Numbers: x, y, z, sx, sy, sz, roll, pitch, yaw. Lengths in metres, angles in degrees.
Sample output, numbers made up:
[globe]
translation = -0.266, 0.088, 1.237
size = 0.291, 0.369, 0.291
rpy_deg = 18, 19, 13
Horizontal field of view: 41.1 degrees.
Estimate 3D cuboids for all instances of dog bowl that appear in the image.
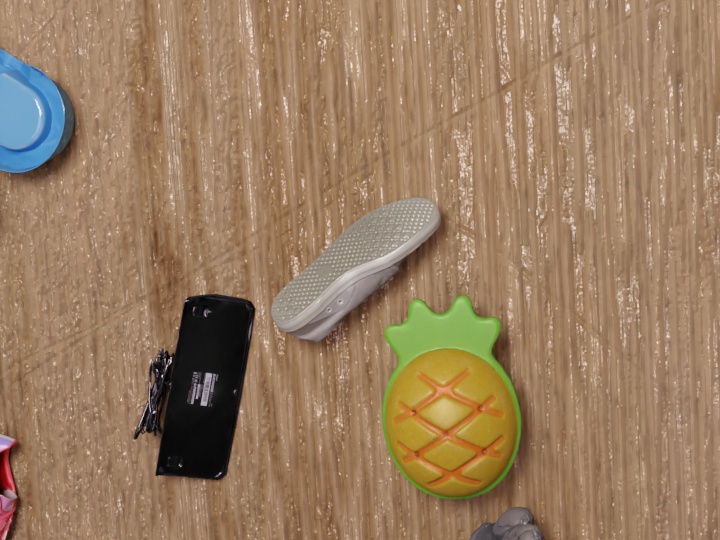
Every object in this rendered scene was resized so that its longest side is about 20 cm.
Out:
[dog bowl]
translation = -0.389, -0.183, 1.006
size = 0.199, 0.050, 0.112
rpy_deg = 31, 100, 4

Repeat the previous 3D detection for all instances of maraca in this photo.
[maraca]
translation = 0.086, 0.125, 0.937
size = 0.136, 0.107, 0.201
rpy_deg = -5, 95, 7

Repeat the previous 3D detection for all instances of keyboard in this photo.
[keyboard]
translation = -0.179, 0.120, 1.021
size = 0.103, 0.040, 0.201
rpy_deg = 9, 97, -16

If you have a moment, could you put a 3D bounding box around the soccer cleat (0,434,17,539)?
[soccer cleat]
translation = -0.412, 0.275, 1.050
size = 0.073, 0.068, 0.201
rpy_deg = 0, 94, 4

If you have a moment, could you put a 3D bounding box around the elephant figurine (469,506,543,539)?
[elephant figurine]
translation = 0.191, 0.342, 0.942
size = 0.200, 0.142, 0.155
rpy_deg = 41, 130, -13

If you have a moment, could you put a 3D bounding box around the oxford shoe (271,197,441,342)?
[oxford shoe]
translation = 0.000, 0.000, 0.966
size = 0.200, 0.075, 0.058
rpy_deg = -39, 131, 2
